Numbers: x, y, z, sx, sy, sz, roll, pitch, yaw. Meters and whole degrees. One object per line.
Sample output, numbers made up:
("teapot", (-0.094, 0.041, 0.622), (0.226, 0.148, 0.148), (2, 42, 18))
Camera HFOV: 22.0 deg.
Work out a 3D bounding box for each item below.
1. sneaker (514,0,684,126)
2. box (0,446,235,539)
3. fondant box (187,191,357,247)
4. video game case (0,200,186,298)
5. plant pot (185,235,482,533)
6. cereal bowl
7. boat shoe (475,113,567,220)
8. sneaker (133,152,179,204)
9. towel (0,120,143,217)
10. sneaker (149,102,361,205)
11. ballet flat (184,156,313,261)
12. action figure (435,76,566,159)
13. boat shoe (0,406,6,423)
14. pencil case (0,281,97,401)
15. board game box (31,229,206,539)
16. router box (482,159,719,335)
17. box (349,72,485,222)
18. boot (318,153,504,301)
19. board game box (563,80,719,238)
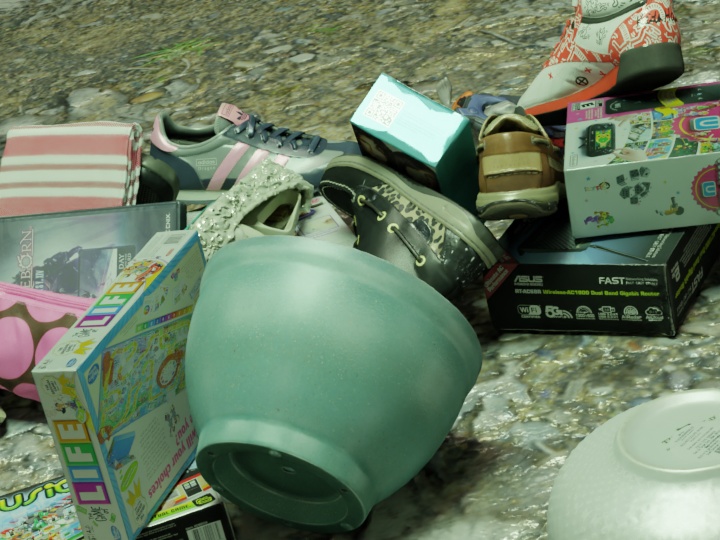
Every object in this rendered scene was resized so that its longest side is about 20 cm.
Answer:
("sneaker", (0.192, -0.189, 1.526), (0.067, 0.108, 0.201), (-1, -10, -28))
("box", (-0.194, 0.179, 1.272), (0.199, 0.035, 0.110), (-18, 25, -9))
("fondant box", (-0.084, -0.007, 1.584), (0.144, 0.058, 0.200), (-18, 26, -10))
("video game case", (-0.236, 0.021, 1.525), (0.199, 0.143, 0.019), (-4, -11, 19))
("plant pot", (-0.033, 0.089, 1.226), (0.200, 0.200, 0.134), (1, 54, 29))
("cereal bowl", (0.206, 0.129, 1.114), (0.199, 0.084, 0.200), (-11, 24, 5))
("boat shoe", (0.124, -0.086, 1.431), (0.075, 0.074, 0.200), (-6, 8, 5))
("sneaker", (-0.230, -0.028, 1.626), (0.199, 0.076, 0.115), (-26, 38, 46))
("towel", (-0.253, -0.027, 1.579), (0.146, 0.201, 0.030), (2, -7, 31))
("sneaker", (-0.092, -0.108, 1.634), (0.199, 0.082, 0.070), (-5, 24, 9))
("ballet flat", (-0.092, -0.034, 1.503), (0.072, 0.072, 0.200), (-1, 28, 25))
("action figure", (0.165, -0.113, 1.678), (0.199, 0.105, 0.194), (9, 30, -11))
("boat shoe", (-0.363, 0.099, 1.506), (0.201, 0.074, 0.063), (23, 81, 37))
("pencil case", (-0.233, 0.056, 1.453), (0.199, 0.094, 0.091), (8, 39, 26))
("board game box", (-0.147, 0.076, 1.262), (0.034, 0.135, 0.200), (-3, 25, 22))
("router box", (0.201, -0.024, 1.463), (0.149, 0.062, 0.200), (1, 28, 27))
("box", (0.051, -0.080, 1.494), (0.082, 0.200, 0.049), (30, 77, 18))
("boot", (0.000, -0.001, 1.434), (0.154, 0.073, 0.203), (-52, 41, -9))
("board game box", (0.260, -0.091, 1.428), (0.199, 0.064, 0.148), (-6, 26, 10))
